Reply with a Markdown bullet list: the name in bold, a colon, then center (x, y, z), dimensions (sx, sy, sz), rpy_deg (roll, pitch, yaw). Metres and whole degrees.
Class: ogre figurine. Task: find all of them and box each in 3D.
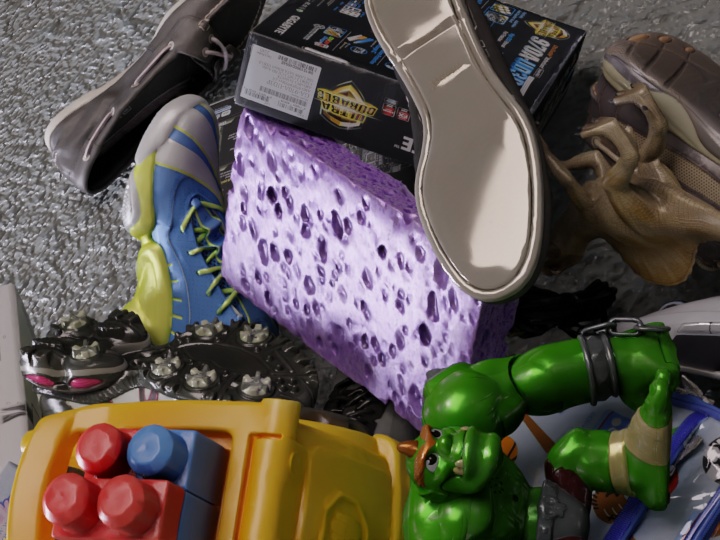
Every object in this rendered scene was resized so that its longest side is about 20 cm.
- **ogre figurine**: center (0.076, 0.108, 0.864), dimensions (0.119, 0.098, 0.201), rpy_deg (2, 72, 13)

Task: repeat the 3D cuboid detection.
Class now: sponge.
- **sponge**: center (0.000, 0.000, 1.031), dimensions (0.030, 0.112, 0.200), rpy_deg (-18, 39, -38)

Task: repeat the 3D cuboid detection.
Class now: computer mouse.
- **computer mouse**: center (0.170, 0.029, 0.972), dimensions (0.200, 0.110, 0.044), rpy_deg (11, 92, 35)

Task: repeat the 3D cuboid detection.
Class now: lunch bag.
- **lunch bag**: center (0.104, 0.137, 0.935), dimensions (0.160, 0.076, 0.200), rpy_deg (20, 69, 44)

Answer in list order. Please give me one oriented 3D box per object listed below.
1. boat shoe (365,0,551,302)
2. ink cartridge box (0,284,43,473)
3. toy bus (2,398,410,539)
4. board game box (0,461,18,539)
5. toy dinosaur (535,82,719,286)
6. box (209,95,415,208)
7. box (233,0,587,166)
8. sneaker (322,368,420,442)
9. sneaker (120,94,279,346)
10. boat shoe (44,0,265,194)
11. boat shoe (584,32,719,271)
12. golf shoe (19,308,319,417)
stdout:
- **boat shoe**: center (0.056, -0.068, 0.952), dimensions (0.067, 0.057, 0.201), rpy_deg (-26, 60, 18)
- **ink cartridge box**: center (-0.266, 0.117, 1.196), dimensions (0.146, 0.084, 0.200), rpy_deg (-14, 43, -2)
- **toy bus**: center (-0.097, 0.118, 0.897), dimensions (0.199, 0.192, 0.136), rpy_deg (-2, 69, 28)
- **board game box**: center (-0.170, 0.234, 1.023), dimensions (0.199, 0.041, 0.200), rpy_deg (29, 83, 34)
- **toy dinosaur**: center (0.141, -0.036, 0.953), dimensions (0.058, 0.101, 0.200), rpy_deg (-34, 18, -28)
- **box**: center (-0.030, -0.061, 1.238), dimensions (0.199, 0.044, 0.161), rpy_deg (-19, 45, 24)
- **box**: center (0.034, -0.118, 1.109), dimensions (0.158, 0.046, 0.200), rpy_deg (19, 26, 8)
- **sneaker**: center (0.005, 0.094, 1.043), dimensions (0.074, 0.079, 0.201), rpy_deg (-19, 40, 24)
- **sneaker**: center (-0.086, 0.000, 1.153), dimensions (0.105, 0.201, 0.076), rpy_deg (20, 25, 22)
- **boat shoe**: center (-0.135, -0.130, 1.372), dimensions (0.200, 0.067, 0.057), rpy_deg (-41, 56, 7)
- **boat shoe**: center (0.193, -0.038, 0.979), dimensions (0.200, 0.074, 0.073), rpy_deg (46, 131, 26)
- **golf shoe**: center (-0.102, 0.076, 1.108), dimensions (0.199, 0.088, 0.077), rpy_deg (6, 29, 36)
